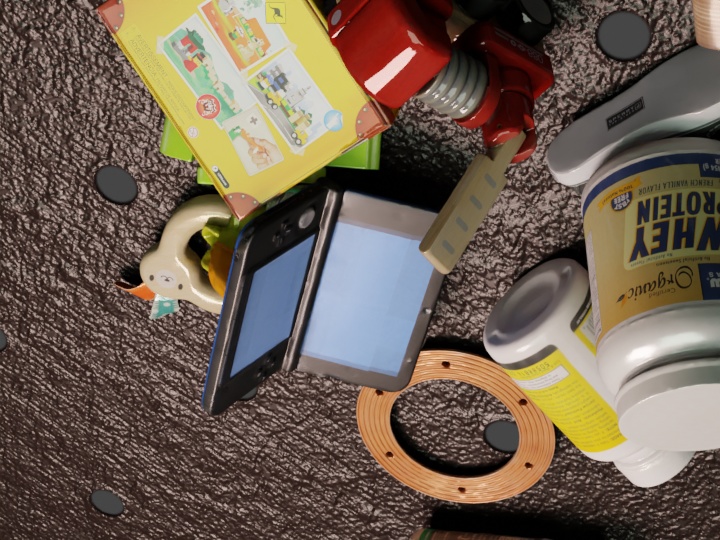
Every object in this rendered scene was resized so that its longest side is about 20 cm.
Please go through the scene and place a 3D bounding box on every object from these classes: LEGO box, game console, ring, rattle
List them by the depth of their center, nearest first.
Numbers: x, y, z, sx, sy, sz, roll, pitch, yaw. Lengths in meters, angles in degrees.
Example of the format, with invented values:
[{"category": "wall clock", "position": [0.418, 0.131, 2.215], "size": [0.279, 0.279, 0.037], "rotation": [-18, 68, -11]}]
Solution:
[{"category": "LEGO box", "position": [-0.084, -0.166, 1.085], "size": [0.148, 0.077, 0.201], "rotation": [-30, 103, 17]}, {"category": "game console", "position": [-0.026, 0.038, 1.167], "size": [0.118, 0.170, 0.202], "rotation": [31, 128, 20]}, {"category": "rattle", "position": [-0.158, 0.026, 1.272], "size": [0.198, 0.144, 0.130], "rotation": [-19, 136, 23]}, {"category": "ring", "position": [0.092, 0.150, 1.362], "size": [0.197, 0.019, 0.202], "rotation": [8, 129, 10]}]

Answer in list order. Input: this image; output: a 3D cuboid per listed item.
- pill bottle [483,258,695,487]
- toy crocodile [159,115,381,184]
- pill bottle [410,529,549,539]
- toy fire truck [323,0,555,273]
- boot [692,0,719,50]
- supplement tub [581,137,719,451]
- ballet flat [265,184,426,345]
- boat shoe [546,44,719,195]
[{"category": "pill bottle", "position": [0.208, 0.095, 1.219], "size": [0.111, 0.112, 0.200], "rotation": [-31, 112, 34]}, {"category": "toy crocodile", "position": [-0.078, -0.108, 1.188], "size": [0.197, 0.062, 0.069], "rotation": [0, 95, 11]}, {"category": "pill bottle", "position": [0.147, 0.326, 1.409], "size": [0.197, 0.114, 0.114], "rotation": [2, 128, 17]}, {"category": "toy fire truck", "position": [0.058, -0.123, 1.015], "size": [0.175, 0.202, 0.128], "rotation": [23, 135, -34]}, {"category": "boot", "position": [0.323, -0.228, 0.956], "size": [0.197, 0.074, 0.156], "rotation": [1, 123, 14]}, {"category": "supplement tub", "position": [0.243, 0.019, 1.044], "size": [0.142, 0.203, 0.145], "rotation": [-1, 151, -1]}, {"category": "ballet flat", "position": [0.000, 0.000, 1.234], "size": [0.072, 0.072, 0.200], "rotation": [-33, 111, 35]}, {"category": "boat shoe", "position": [0.237, -0.115, 1.082], "size": [0.199, 0.069, 0.056], "rotation": [-26, 134, 35]}]
